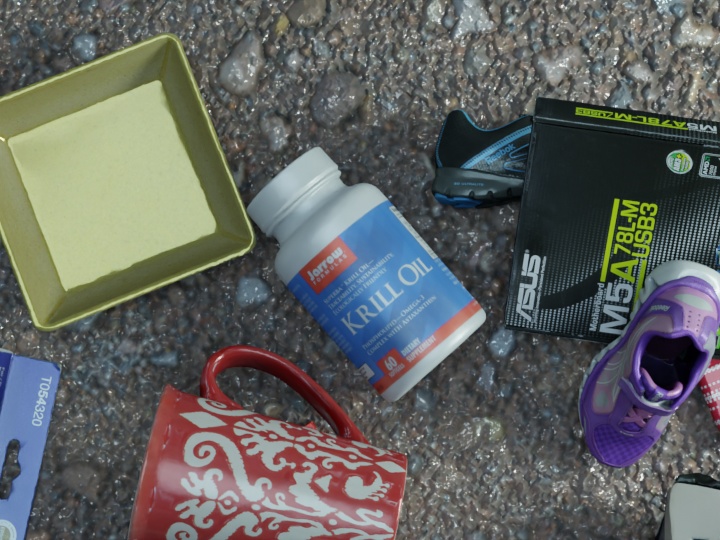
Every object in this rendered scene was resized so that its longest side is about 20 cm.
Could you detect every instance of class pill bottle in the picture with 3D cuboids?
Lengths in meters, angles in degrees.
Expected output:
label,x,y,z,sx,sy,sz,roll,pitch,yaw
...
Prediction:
label,x,y,z,sx,sy,sz,roll,pitch,yaw
pill bottle,0.000,0.000,1.400,0.112,0.112,0.200,-42,86,-3

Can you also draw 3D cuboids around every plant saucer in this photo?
label,x,y,z,sx,sy,sz,roll,pitch,yaw
plant saucer,-0.211,-0.073,1.439,0.199,0.048,0.200,-21,86,-2

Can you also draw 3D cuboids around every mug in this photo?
label,x,y,z,sx,sy,sz,roll,pitch,yaw
mug,-0.066,0.155,1.335,0.199,0.133,0.178,13,87,-2

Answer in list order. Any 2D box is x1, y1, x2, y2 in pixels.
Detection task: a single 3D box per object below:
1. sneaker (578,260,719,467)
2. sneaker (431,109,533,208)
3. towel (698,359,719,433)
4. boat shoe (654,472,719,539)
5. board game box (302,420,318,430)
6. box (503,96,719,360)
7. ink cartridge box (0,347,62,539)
label,x,y,z,sx,sy,sz,roll,pitch,yaw
sneaker,0.231,0.090,1.366,0.080,0.089,0.200,18,125,-4
sneaker,0.161,-0.093,1.426,0.199,0.073,0.082,3,84,0
towel,0.338,0.036,1.441,0.144,0.022,0.201,-22,84,1
boat shoe,0.262,0.269,1.353,0.074,0.093,0.200,10,55,7
board game box,-0.081,0.243,1.413,0.200,0.046,0.152,-34,86,-2
box,0.221,-0.031,1.371,0.192,0.048,0.201,8,121,2
ink cartridge box,-0.369,0.152,1.426,0.199,0.043,0.197,11,85,3
